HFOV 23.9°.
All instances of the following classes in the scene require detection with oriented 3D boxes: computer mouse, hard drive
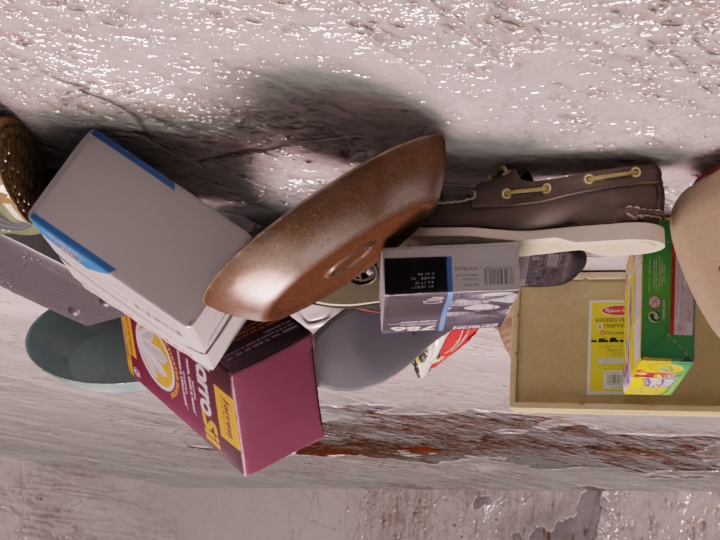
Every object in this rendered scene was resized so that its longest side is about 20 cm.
[{"bbox_3d":[0.076,-0.038,1.318,0.197,0.047,0.141,0,150,7],"label":"computer mouse"},{"bbox_3d":[-0.284,-0.016,1.431,0.199,0.043,0.134,29,157,-27],"label":"hard drive"}]

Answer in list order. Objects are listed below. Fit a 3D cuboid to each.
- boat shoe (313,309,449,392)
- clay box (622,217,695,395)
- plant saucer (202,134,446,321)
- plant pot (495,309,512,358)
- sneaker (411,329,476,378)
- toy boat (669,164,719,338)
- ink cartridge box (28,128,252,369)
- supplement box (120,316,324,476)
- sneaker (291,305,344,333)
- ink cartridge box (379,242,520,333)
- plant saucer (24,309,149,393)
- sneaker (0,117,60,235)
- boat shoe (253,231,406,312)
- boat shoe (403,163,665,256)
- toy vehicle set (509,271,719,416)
[{"bbox_3d":[0.022,0.050,1.502,0.199,0.074,0.065,-23,-167,-32],"label":"boat shoe"},{"bbox_3d":[0.245,0.036,1.406,0.047,0.116,0.200,2,168,6],"label":"clay box"},{"bbox_3d":[-0.015,-0.020,1.165,0.199,0.037,0.200,-34,171,-6],"label":"plant saucer"},{"bbox_3d":[0.221,0.076,1.652,0.198,0.094,0.201,4,169,1],"label":"plant pot"},{"bbox_3d":[0.083,0.056,1.664,0.084,0.078,0.200,-21,179,-5],"label":"sneaker"},{"bbox_3d":[0.303,-0.026,1.158,0.130,0.132,0.200,-22,177,-21],"label":"toy boat"},{"bbox_3d":[-0.155,-0.010,1.285,0.144,0.085,0.200,34,170,6],"label":"ink cartridge box"},{"bbox_3d":[-0.124,0.072,1.469,0.085,0.111,0.199,-24,-143,-28],"label":"supplement box"},{"bbox_3d":[-0.015,0.063,1.598,0.077,0.101,0.200,-11,179,19],"label":"sneaker"},{"bbox_3d":[0.063,0.018,1.275,0.098,0.040,0.200,-3,170,0],"label":"ink cartridge box"},{"bbox_3d":[-0.220,0.072,1.634,0.198,0.039,0.202,-3,-153,2],"label":"plant saucer"},{"bbox_3d":[-0.277,-0.061,1.251,0.089,0.068,0.200,-2,170,5],"label":"sneaker"},{"bbox_3d":[0.000,0.003,1.436,0.199,0.075,0.063,3,160,-14],"label":"boat shoe"},{"bbox_3d":[0.121,-0.044,1.220,0.198,0.060,0.072,-1,170,26],"label":"boat shoe"},{"bbox_3d":[0.232,0.065,1.520,0.198,0.126,0.026,0,167,20],"label":"toy vehicle set"}]
